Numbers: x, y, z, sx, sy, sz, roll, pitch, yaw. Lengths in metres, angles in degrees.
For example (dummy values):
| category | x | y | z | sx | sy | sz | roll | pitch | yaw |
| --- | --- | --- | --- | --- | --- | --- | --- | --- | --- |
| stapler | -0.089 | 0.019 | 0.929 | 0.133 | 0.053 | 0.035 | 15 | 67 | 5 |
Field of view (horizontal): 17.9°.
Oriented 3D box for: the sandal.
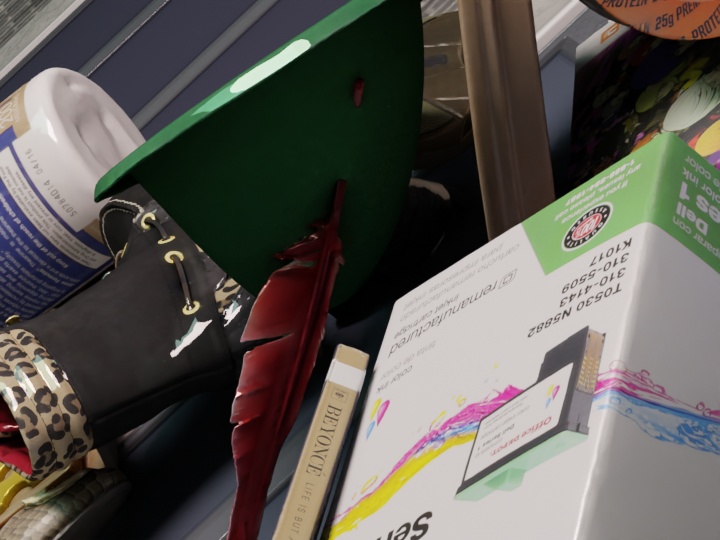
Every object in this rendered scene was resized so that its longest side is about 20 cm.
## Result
| category | x | y | z | sx | sy | sz | roll | pitch | yaw |
| --- | --- | --- | --- | --- | --- | --- | --- | --- | --- |
| sandal | 0.033 | -0.080 | 1.092 | 0.081 | 0.055 | 0.200 | -12 | 22 | 5 |

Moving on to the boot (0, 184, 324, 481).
| category | x | y | z | sx | sy | sz | roll | pitch | yaw |
| --- | --- | --- | --- | --- | --- | --- | --- | --- | --- |
| boot | -0.121 | 0.024 | 1.079 | 0.150 | 0.073 | 0.200 | -26 | 31 | -20 |

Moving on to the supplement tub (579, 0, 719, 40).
| category | x | y | z | sx | sy | sz | roll | pitch | yaw |
| --- | --- | --- | --- | --- | --- | --- | --- | --- | --- |
| supplement tub | 0.123 | -0.170 | 0.915 | 0.122 | 0.123 | 0.200 | -35 | 19 | 17 |

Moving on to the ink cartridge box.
| category | x | y | z | sx | sy | sz | roll | pitch | yaw |
| --- | --- | --- | --- | --- | --- | --- | --- | --- | --- |
| ink cartridge box | 0.062 | 0.074 | 0.744 | 0.145 | 0.084 | 0.200 | -33 | 27 | 40 |

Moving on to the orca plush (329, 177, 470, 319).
| category | x | y | z | sx | sy | sz | roll | pitch | yaw |
| --- | --- | --- | --- | --- | --- | --- | --- | --- | --- |
| orca plush | -0.020 | -0.016 | 1.057 | 0.200 | 0.105 | 0.071 | 15 | 95 | 53 |

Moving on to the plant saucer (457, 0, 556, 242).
| category | x | y | z | sx | sy | sz | roll | pitch | yaw |
| --- | --- | --- | --- | --- | --- | --- | --- | --- | --- |
| plant saucer | 0.059 | -0.084 | 0.926 | 0.029 | 0.201 | 0.200 | -8 | 32 | 6 |

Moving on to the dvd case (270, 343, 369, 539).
| category | x | y | z | sx | sy | sz | roll | pitch | yaw |
| --- | --- | --- | --- | --- | --- | --- | --- | --- | --- |
| dvd case | -0.039 | 0.143 | 0.788 | 0.200 | 0.016 | 0.149 | -72 | -1 | -49 |

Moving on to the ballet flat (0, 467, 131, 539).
| category | x | y | z | sx | sy | sz | roll | pitch | yaw |
| --- | --- | --- | --- | --- | --- | --- | --- | --- | --- |
| ballet flat | -0.188 | 0.150 | 1.051 | 0.200 | 0.046 | 0.067 | -41 | -15 | 12 |

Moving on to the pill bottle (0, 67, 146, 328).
| category | x | y | z | sx | sy | sz | roll | pitch | yaw |
| --- | --- | --- | --- | --- | --- | --- | --- | --- | --- |
| pill bottle | -0.216 | -0.017 | 1.306 | 0.200 | 0.111 | 0.111 | -35 | 26 | 18 |

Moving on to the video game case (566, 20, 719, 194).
| category | x | y | z | sx | sy | sz | roll | pitch | yaw |
| --- | --- | --- | --- | --- | --- | --- | --- | --- | --- |
| video game case | 0.160 | -0.086 | 0.909 | 0.181 | 0.036 | 0.200 | -36 | 21 | 25 |

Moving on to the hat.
| category | x | y | z | sx | sy | sz | roll | pitch | yaw |
| --- | --- | --- | --- | --- | --- | --- | --- | --- | --- |
| hat | 0.000 | 0.000 | 0.927 | 0.200 | 0.176 | 0.166 | -33 | 0 | 14 |

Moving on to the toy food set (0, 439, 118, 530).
| category | x | y | z | sx | sy | sz | roll | pitch | yaw |
| --- | --- | --- | --- | --- | --- | --- | --- | --- | --- |
| toy food set | -0.202 | 0.109 | 1.143 | 0.200 | 0.060 | 0.144 | -39 | 24 | 10 |
